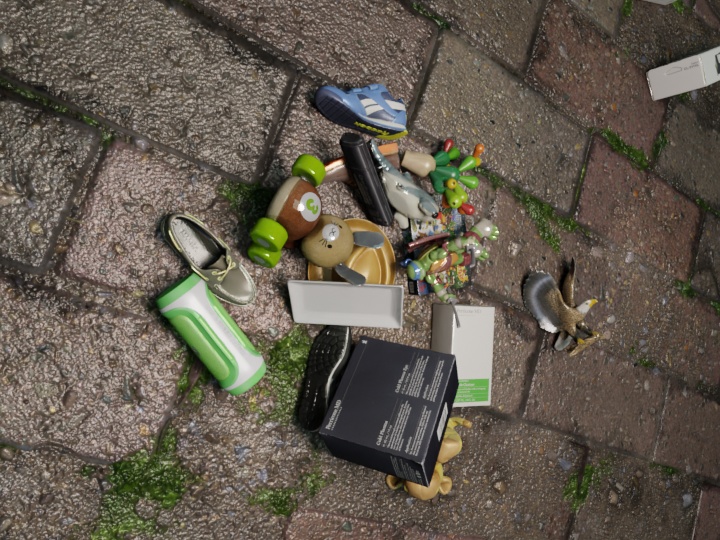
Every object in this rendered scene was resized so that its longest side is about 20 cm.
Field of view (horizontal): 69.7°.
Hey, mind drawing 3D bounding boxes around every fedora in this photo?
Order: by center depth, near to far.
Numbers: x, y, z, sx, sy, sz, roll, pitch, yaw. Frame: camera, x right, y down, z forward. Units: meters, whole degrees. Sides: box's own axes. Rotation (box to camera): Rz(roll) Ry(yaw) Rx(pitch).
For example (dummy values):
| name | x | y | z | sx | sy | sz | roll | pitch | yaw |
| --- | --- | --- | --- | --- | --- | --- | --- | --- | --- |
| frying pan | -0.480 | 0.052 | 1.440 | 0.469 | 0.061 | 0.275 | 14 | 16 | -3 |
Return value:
| name | x | y | z | sx | sy | sz | roll | pitch | yaw |
| --- | --- | --- | --- | --- | --- | --- | --- | --- | --- |
| fedora | 0.000 | 0.000 | 0.962 | 0.199 | 0.082 | 0.202 | 0 | 89 | -27 |

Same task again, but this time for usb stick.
| name | x | y | z | sx | sy | sz | roll | pitch | yaw |
| --- | --- | --- | --- | --- | --- | --- | --- | --- | --- |
| usb stick | 0.013 | -0.159 | 0.930 | 0.033 | 0.055 | 0.200 | -49 | 138 | -23 |

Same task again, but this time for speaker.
| name | x | y | z | sx | sy | sz | roll | pitch | yaw |
| --- | --- | --- | --- | --- | --- | --- | --- | --- | --- |
| speaker | -0.240 | 0.105 | 0.842 | 0.088 | 0.088 | 0.201 | -40 | 106 | -21 |

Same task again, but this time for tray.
| name | x | y | z | sx | sy | sz | roll | pitch | yaw |
| --- | --- | --- | --- | --- | --- | --- | --- | --- | --- |
| tray | -0.024 | 0.055 | 0.911 | 0.199 | 0.022 | 0.108 | 3 | 132 | 5 |

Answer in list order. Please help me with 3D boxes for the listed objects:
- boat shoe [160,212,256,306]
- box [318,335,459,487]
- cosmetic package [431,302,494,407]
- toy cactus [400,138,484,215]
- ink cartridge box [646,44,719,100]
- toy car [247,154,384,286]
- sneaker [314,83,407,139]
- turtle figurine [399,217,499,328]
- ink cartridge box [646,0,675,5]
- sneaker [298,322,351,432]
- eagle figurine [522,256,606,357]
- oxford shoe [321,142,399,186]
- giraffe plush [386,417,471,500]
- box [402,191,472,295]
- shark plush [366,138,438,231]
| name | x | y | z | sx | sy | sz | roll | pitch | yaw |
| --- | --- | --- | --- | --- | --- | --- | --- | --- | --- |
| boat shoe | -0.245 | -0.014 | 0.854 | 0.072 | 0.060 | 0.202 | -48 | 109 | -18 |
| box | 0.057 | 0.235 | 0.895 | 0.104 | 0.181 | 0.201 | 74 | 34 | -47 |
| cosmetic package | 0.207 | 0.170 | 1.065 | 0.107 | 0.085 | 0.201 | 3 | 90 | -24 |
| toy cactus | 0.162 | -0.199 | 1.019 | 0.164 | 0.102 | 0.201 | 17 | 54 | -9 |
| ink cartridge box | 0.890 | -0.532 | 1.373 | 0.199 | 0.146 | 0.083 | -26 | 103 | -24 |
| toy car | -0.061 | -0.060 | 0.869 | 0.199 | 0.158 | 0.165 | 29 | 67 | -4 |
| sneaker | 0.004 | -0.312 | 0.976 | 0.199 | 0.074 | 0.083 | 11 | 83 | -33 |
| turtle figurine | 0.196 | -0.004 | 0.976 | 0.193 | 0.199 | 0.145 | -31 | 119 | -31 |
| ink cartridge box | 0.765 | -0.793 | 1.346 | 0.199 | 0.083 | 0.148 | -5 | 92 | -27 |
| sneaker | -0.049 | 0.198 | 0.958 | 0.087 | 0.075 | 0.201 | 30 | 72 | -48 |
| eagle figurine | 0.477 | 0.085 | 1.195 | 0.201 | 0.151 | 0.152 | 62 | 19 | 18 |
| oxford shoe | -0.004 | -0.184 | 0.971 | 0.199 | 0.071 | 0.073 | -21 | 104 | -25 |
| giraffe plush | 0.117 | 0.364 | 1.001 | 0.200 | 0.172 | 0.163 | -4 | 104 | -60 |
| box | 0.156 | -0.058 | 1.066 | 0.136 | 0.038 | 0.201 | -9 | 94 | -26 |
| shark plush | 0.072 | -0.160 | 0.979 | 0.200 | 0.091 | 0.084 | 39 | 52 | -13 |
